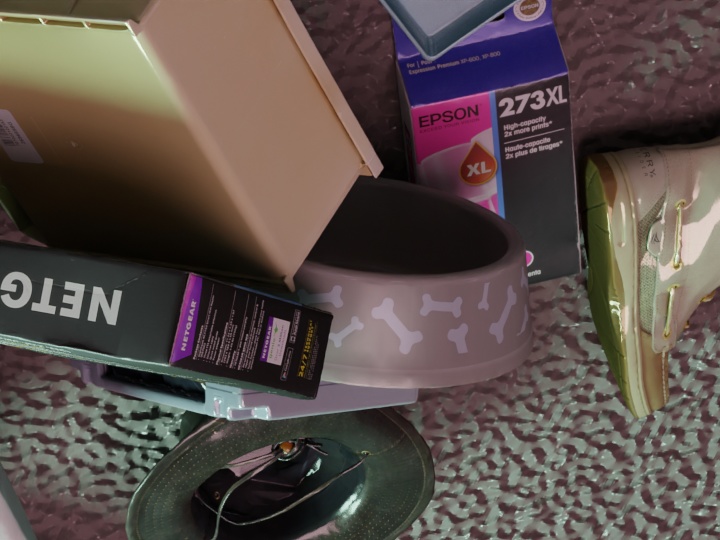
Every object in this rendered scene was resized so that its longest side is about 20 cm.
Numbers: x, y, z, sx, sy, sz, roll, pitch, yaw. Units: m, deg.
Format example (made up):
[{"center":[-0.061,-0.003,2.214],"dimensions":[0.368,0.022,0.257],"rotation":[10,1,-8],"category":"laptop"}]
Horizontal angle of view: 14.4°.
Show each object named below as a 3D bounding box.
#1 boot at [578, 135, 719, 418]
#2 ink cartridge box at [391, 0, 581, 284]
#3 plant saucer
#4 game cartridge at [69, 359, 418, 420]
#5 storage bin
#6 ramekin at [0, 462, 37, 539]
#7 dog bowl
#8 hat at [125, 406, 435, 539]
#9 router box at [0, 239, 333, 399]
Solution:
[{"center":[0.216,-0.004,1.717],"dimensions":[0.154,0.072,0.200],"rotation":[-16,131,-7],"category":"boot"},{"center":[0.074,-0.071,1.640],"dimensions":[0.094,0.037,0.200],"rotation":[-13,129,-6],"category":"ink cartridge box"},{"center":[0.011,-0.198,1.517],"dimensions":[0.070,0.019,0.200],"rotation":[-34,128,10],"category":"plant saucer"},{"center":[-0.060,0.051,1.594],"dimensions":[0.133,0.200,0.041],"rotation":[0,95,-33],"category":"game cartridge"},{"center":[-0.125,-0.096,1.458],"dimensions":[0.198,0.094,0.200],"rotation":[8,145,35],"category":"storage bin"},{"center":[-0.254,0.118,1.588],"dimensions":[0.098,0.201,0.201],"rotation":[-27,132,-5],"category":"ramekin"},{"center":[0.000,0.000,1.555],"dimensions":[0.200,0.200,0.059],"rotation":[1,110,-19],"category":"dog bowl"},{"center":[-0.058,0.114,1.715],"dimensions":[0.200,0.081,0.201],"rotation":[-15,139,-13],"category":"hat"},{"center":[-0.136,0.020,1.437],"dimensions":[0.149,0.200,0.051],"rotation":[18,82,-62],"category":"router box"}]
